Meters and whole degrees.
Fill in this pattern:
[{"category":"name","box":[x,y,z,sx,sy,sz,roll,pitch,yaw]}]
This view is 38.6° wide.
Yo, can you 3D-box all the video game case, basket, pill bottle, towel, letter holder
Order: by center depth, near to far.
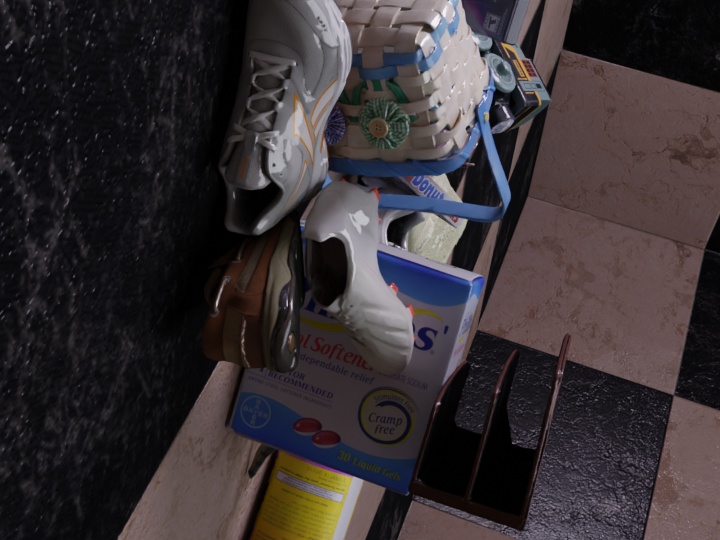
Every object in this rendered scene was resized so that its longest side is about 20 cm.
[{"category":"basket","box":[0.022,-0.122,0.823,0.140,0.175,0.201,-66,148,-33]},{"category":"letter holder","box":[0.124,0.118,0.915,0.200,0.100,0.144,-21,126,-75]},{"category":"video game case","box":[0.110,-0.309,0.985,0.200,0.019,0.144,41,-60,53]},{"category":"pill bottle","box":[-0.067,0.287,1.154,0.104,0.103,0.202,45,63,-77]},{"category":"towel","box":[0.056,-0.057,1.195,0.149,0.036,0.201,49,48,-21]}]

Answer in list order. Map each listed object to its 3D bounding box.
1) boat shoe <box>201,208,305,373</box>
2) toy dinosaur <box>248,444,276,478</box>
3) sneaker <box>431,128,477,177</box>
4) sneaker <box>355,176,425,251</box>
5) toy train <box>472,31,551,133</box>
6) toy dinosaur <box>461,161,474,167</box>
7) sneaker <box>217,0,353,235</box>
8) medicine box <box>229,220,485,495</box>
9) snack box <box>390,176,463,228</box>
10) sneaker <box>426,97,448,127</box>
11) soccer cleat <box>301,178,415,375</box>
[{"category":"boat shoe","box":[-0.080,0.007,0.766,0.200,0.073,0.077,-92,179,-67]},{"category":"toy dinosaur","box":[-0.039,0.136,1.046,0.047,0.198,0.089,38,33,-62]},{"category":"sneaker","box":[0.071,-0.168,1.112,0.071,0.081,0.200,68,10,22]},{"category":"sneaker","box":[0.000,0.000,1.061,0.075,0.080,0.202,36,77,-57]},{"category":"toy train","box":[0.124,-0.236,1.103,0.113,0.202,0.085,-8,157,-47]},{"category":"toy dinosaur","box":[0.097,-0.167,1.272,0.181,0.104,0.202,41,70,-73]},{"category":"sneaker","box":[-0.059,-0.105,0.707,0.201,0.075,0.092,95,22,-43]},{"category":"medicine box","box":[-0.002,0.075,0.955,0.103,0.180,0.202,-16,123,-76]},{"category":"snack box","box":[0.049,-0.100,1.078,0.024,0.072,0.200,-53,151,2]},{"category":"sneaker","box":[0.056,-0.225,0.960,0.078,0.085,0.202,-52,140,-54]},{"category":"soccer cleat","box":[-0.007,0.019,0.821,0.078,0.069,0.201,-51,141,-35]}]
